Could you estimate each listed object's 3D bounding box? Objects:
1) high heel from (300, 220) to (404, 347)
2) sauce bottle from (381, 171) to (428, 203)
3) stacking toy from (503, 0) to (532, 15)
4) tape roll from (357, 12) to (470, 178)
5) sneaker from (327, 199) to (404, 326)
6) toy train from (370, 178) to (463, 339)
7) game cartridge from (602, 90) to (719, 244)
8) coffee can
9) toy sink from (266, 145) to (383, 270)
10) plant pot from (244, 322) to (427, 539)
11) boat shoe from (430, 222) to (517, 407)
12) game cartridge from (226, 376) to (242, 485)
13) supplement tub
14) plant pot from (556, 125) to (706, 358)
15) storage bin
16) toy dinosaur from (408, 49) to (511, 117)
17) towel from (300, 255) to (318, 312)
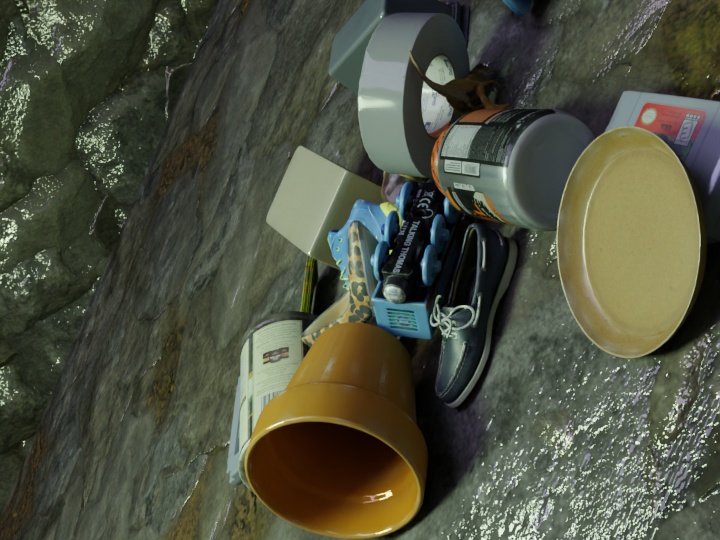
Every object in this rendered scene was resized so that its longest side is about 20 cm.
[{"bbox_3d":[-0.031,0.028,1.330,0.140,0.203,0.072,3,34,26],"label":"high heel"},{"bbox_3d":[0.063,-0.127,1.477,0.066,0.065,0.203,-30,45,53],"label":"sauce bottle"},{"bbox_3d":[0.243,-0.414,1.324,0.198,0.110,0.117,-27,32,40],"label":"stacking toy"},{"bbox_3d":[0.071,-0.221,1.373,0.065,0.200,0.204,8,73,29],"label":"tape roll"},{"bbox_3d":[0.000,0.000,1.409,0.076,0.103,0.203,-25,-44,-73],"label":"sneaker"},{"bbox_3d":[0.070,-0.018,1.289,0.202,0.085,0.116,-67,-25,-43],"label":"toy train"},{"bbox_3d":[0.280,-0.094,1.009,0.200,0.040,0.135,30,100,65],"label":"game cartridge"},{"bbox_3d":[-0.088,0.176,1.419,0.147,0.145,0.202,-50,28,32],"label":"coffee can"},{"bbox_3d":[-0.040,-0.087,1.599,0.132,0.111,0.200,-65,28,4],"label":"toy sink"},{"bbox_3d":[-0.014,0.166,1.231,0.200,0.198,0.185,-46,19,39],"label":"plant pot"},{"bbox_3d":[0.116,0.048,1.203,0.075,0.061,0.203,11,79,64],"label":"boat shoe"},{"bbox_3d":[-0.154,0.213,1.670,0.133,0.041,0.203,-39,35,40],"label":"game cartridge"},{"bbox_3d":[0.160,-0.112,1.177,0.124,0.121,0.200,-67,23,-1],"label":"supplement tub"},{"bbox_3d":[0.242,-0.025,0.968,0.199,0.027,0.205,179,90,-66],"label":"plant pot"},{"bbox_3d":[0.046,-0.321,1.598,0.200,0.133,0.148,-40,35,48],"label":"storage bin"},{"bbox_3d":[0.122,-0.217,1.349,0.061,0.106,0.199,-50,-14,26],"label":"toy dinosaur"},{"bbox_3d":[-0.078,0.075,1.615,0.087,0.018,0.203,88,-174,-56],"label":"towel"}]
